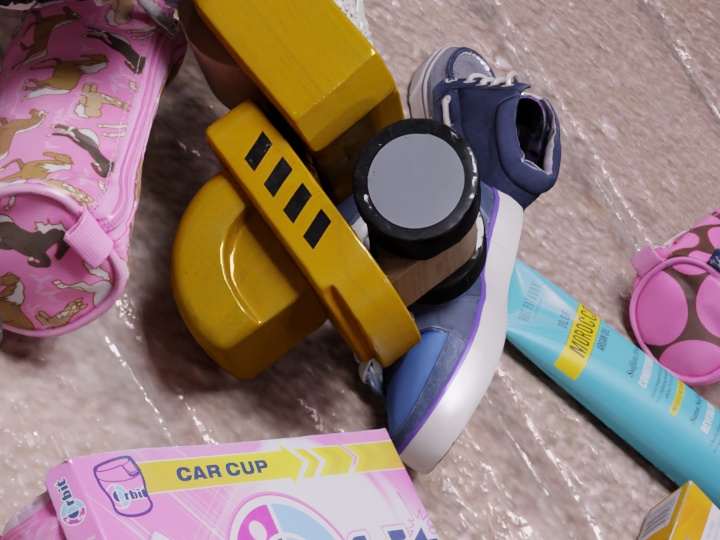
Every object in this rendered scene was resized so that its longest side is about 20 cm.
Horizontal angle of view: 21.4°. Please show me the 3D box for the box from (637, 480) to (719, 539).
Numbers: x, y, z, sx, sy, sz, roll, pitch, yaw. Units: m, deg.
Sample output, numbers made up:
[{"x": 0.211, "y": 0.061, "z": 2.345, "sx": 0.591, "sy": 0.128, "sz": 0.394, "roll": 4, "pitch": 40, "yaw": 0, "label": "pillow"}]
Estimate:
[{"x": 0.222, "y": 0.222, "z": 1.029, "sx": 0.200, "sy": 0.041, "sz": 0.119, "roll": 48, "pitch": 31, "yaw": -5, "label": "box"}]

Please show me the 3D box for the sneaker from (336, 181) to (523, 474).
[{"x": 0.000, "y": 0.000, "z": 0.976, "sx": 0.145, "sy": 0.081, "sz": 0.201, "roll": 28, "pitch": 42, "yaw": -9, "label": "sneaker"}]

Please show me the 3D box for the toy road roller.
[{"x": -0.039, "y": -0.042, "z": 0.883, "sx": 0.201, "sy": 0.145, "sz": 0.123, "roll": 52, "pitch": -5, "yaw": 15, "label": "toy road roller"}]

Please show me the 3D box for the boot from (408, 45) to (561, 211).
[{"x": 0.081, "y": -0.088, "z": 1.142, "sx": 0.072, "sy": 0.090, "sz": 0.201, "roll": 32, "pitch": 35, "yaw": -24, "label": "boot"}]

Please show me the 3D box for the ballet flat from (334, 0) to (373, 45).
[{"x": -0.024, "y": -0.145, "z": 1.004, "sx": 0.200, "sy": 0.071, "sz": 0.072, "roll": 68, "pitch": 1, "yaw": -59, "label": "ballet flat"}]

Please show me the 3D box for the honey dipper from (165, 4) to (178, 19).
[{"x": -0.074, "y": -0.118, "z": 0.981, "sx": 0.198, "sy": 0.038, "sz": 0.038, "roll": 22, "pitch": 37, "yaw": -8, "label": "honey dipper"}]

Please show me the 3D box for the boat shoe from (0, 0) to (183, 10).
[{"x": -0.093, "y": -0.161, "z": 0.849, "sx": 0.092, "sy": 0.075, "sz": 0.200, "roll": 4, "pitch": 29, "yaw": 10, "label": "boat shoe"}]

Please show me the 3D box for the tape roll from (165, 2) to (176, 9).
[{"x": -0.112, "y": -0.253, "z": 1.039, "sx": 0.202, "sy": 0.139, "sz": 0.204, "roll": 31, "pitch": 35, "yaw": -25, "label": "tape roll"}]

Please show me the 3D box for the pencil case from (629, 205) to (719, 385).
[{"x": 0.242, "y": 0.000, "z": 1.251, "sx": 0.094, "sy": 0.091, "sz": 0.200, "roll": 45, "pitch": 29, "yaw": 9, "label": "pencil case"}]

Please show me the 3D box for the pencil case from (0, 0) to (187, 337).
[{"x": -0.130, "y": -0.057, "z": 0.850, "sx": 0.082, "sy": 0.087, "sz": 0.201, "roll": 21, "pitch": 37, "yaw": -11, "label": "pencil case"}]

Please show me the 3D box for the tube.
[{"x": 0.155, "y": 0.070, "z": 1.112, "sx": 0.199, "sy": 0.050, "sz": 0.078, "roll": 38, "pitch": 25, "yaw": -6, "label": "tube"}]

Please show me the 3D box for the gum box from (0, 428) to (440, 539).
[{"x": -0.048, "y": 0.134, "z": 0.767, "sx": 0.199, "sy": 0.066, "sz": 0.114, "roll": 1, "pitch": 56, "yaw": -50, "label": "gum box"}]

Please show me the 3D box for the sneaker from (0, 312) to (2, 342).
[{"x": -0.217, "y": -0.037, "z": 0.746, "sx": 0.200, "sy": 0.076, "sz": 0.091, "roll": 42, "pitch": 25, "yaw": -15, "label": "sneaker"}]
